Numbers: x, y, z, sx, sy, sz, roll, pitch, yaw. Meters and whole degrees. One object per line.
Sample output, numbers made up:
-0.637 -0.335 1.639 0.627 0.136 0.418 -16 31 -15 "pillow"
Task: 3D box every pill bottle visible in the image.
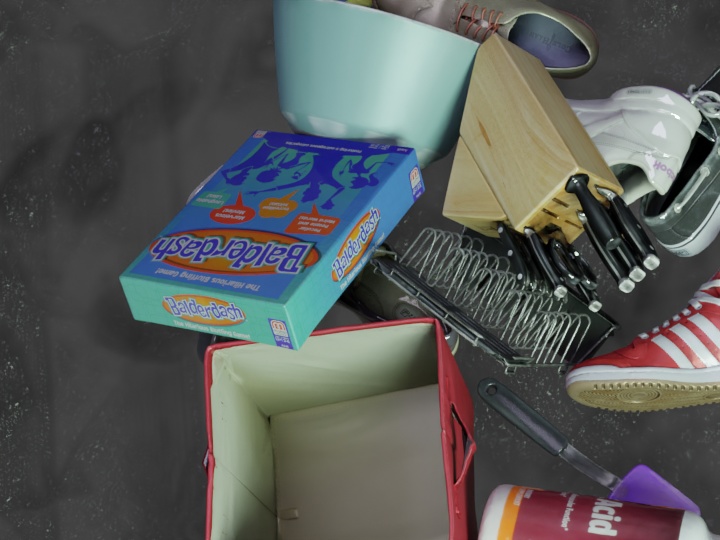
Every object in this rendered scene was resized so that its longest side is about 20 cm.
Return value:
0.187 0.222 1.203 0.199 0.114 0.115 6 69 15 "pill bottle"

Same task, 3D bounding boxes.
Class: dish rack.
0.099 0.019 1.271 0.153 0.200 0.055 36 103 23 "dish rack"

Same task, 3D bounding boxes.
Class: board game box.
-0.064 -0.029 1.269 0.151 0.045 0.200 9 42 30 "board game box"

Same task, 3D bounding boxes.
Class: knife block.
0.153 -0.074 1.254 0.175 0.064 0.201 5 78 43 "knife block"

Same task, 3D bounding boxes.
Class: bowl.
0.013 -0.148 1.375 0.200 0.201 0.106 15 91 18 "bowl"

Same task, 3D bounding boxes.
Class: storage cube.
-0.006 0.154 1.241 0.199 0.180 0.172 -7 66 9 "storage cube"

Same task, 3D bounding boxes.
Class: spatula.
0.167 0.145 1.292 0.200 0.021 0.057 37 78 24 "spatula"

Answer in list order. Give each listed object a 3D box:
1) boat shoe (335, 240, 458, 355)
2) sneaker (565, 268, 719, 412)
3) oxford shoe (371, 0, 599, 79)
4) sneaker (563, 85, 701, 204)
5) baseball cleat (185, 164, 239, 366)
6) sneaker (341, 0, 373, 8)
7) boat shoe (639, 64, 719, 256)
0.000 0.000 1.342 0.200 0.065 0.072 40 66 7 "boat shoe"
0.252 0.042 1.288 0.199 0.071 0.113 -6 70 2 "sneaker"
0.105 -0.211 1.396 0.199 0.074 0.071 14 100 2 "oxford shoe"
0.169 -0.089 1.325 0.199 0.075 0.100 -7 56 45 "sneaker"
-0.110 -0.008 1.404 0.106 0.070 0.201 12 61 24 "baseball cleat"
0.048 -0.265 1.446 0.199 0.105 0.076 -8 66 10 "sneaker"
0.277 -0.113 1.341 0.073 0.068 0.200 19 75 51 "boat shoe"
